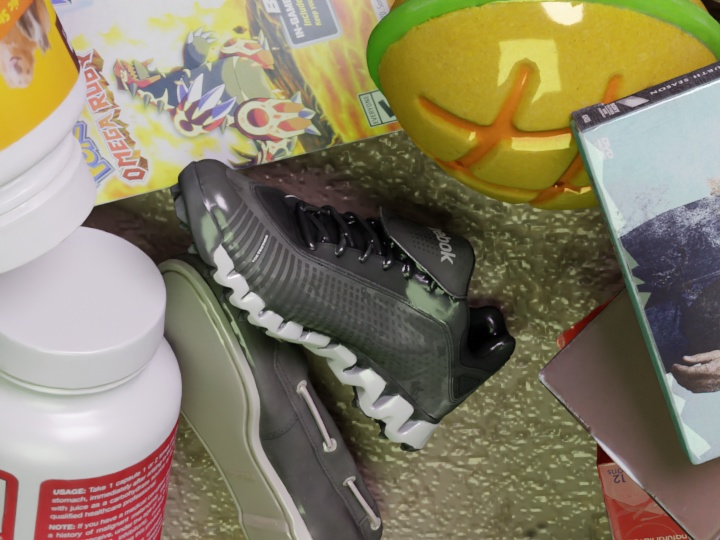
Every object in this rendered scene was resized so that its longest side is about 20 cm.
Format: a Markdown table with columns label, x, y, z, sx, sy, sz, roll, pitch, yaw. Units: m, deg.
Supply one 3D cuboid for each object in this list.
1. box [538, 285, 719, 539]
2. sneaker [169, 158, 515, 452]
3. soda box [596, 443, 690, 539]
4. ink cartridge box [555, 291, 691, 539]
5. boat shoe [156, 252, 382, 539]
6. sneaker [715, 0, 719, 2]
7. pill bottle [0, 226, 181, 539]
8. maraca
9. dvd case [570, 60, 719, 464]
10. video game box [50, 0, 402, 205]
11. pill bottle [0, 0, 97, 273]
| label | x | y | z | sx | sy | sz | roll | pitch | yaw |
| --- | --- | --- | --- | --- | --- | --- | --- | --- | --- |
| box | 0.180 | 0.009 | 0.885 | 0.200 | 0.075 | 0.100 | -45 | 77 | 9 |
| sneaker | 0.000 | 0.000 | 0.951 | 0.090 | 0.067 | 0.200 | -34 | 131 | 15 |
| soda box | 0.211 | 0.084 | 0.992 | 0.200 | 0.063 | 0.070 | -9 | 122 | 12 |
| ink cartridge box | 0.204 | 0.068 | 0.924 | 0.162 | 0.050 | 0.200 | -37 | 95 | 14 |
| boat shoe | -0.043 | 0.068 | 1.025 | 0.067 | 0.057 | 0.200 | 10 | 129 | 45 |
| sneaker | 0.213 | -0.157 | 0.808 | 0.200 | 0.074 | 0.082 | -17 | 163 | 6 |
| pill bottle | -0.142 | 0.082 | 0.993 | 0.112 | 0.112 | 0.200 | 12 | 129 | -1 |
| maraca | 0.089 | -0.074 | 0.865 | 0.137 | 0.107 | 0.200 | -12 | 157 | 37 |
| dvd case | 0.194 | -0.026 | 0.807 | 0.200 | 0.022 | 0.146 | -21 | 110 | 0 |
| video game box | -0.079 | -0.132 | 0.893 | 0.182 | 0.047 | 0.200 | -12 | 121 | 18 |
| pill bottle | -0.177 | -0.098 | 0.838 | 0.109 | 0.109 | 0.200 | -14 | 121 | 15 |
